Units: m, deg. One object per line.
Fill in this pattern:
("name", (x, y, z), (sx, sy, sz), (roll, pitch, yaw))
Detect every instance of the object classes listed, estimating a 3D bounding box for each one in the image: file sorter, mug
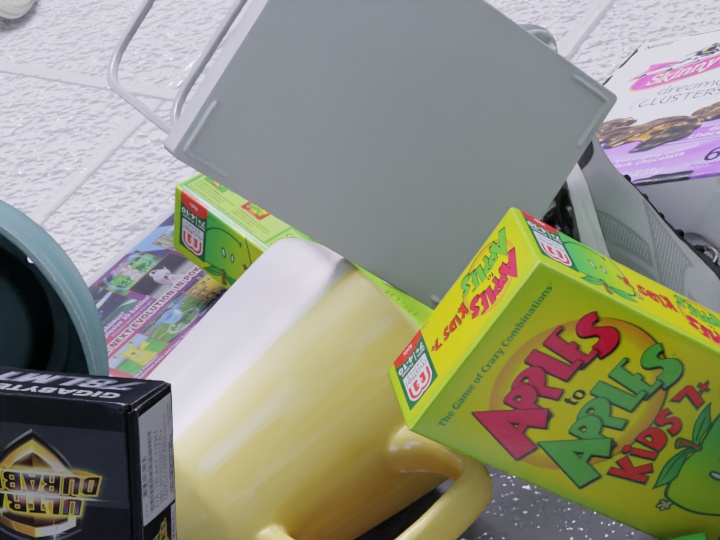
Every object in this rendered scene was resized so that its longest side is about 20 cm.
("file sorter", (-0.006, -0.090, 1.086), (0.139, 0.200, 0.124), (-57, 36, 3))
("mug", (-0.043, 0.085, 1.070), (0.153, 0.150, 0.186), (-38, 8, -23))

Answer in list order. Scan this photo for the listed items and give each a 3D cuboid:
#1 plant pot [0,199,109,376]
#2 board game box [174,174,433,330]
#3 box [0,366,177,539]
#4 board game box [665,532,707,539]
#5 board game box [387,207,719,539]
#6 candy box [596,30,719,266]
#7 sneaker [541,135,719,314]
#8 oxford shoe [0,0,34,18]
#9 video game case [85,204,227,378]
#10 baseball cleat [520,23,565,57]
("plant pot", (-0.211, 0.043, 1.073), (0.199, 0.201, 0.134), (-4, 14, 7))
("board game box", (0.000, 0.000, 1.214), (0.101, 0.048, 0.200), (-30, 53, -35))
("box", (-0.178, 0.142, 0.981), (0.199, 0.200, 0.050), (4, 12, 17))
("board game box", (0.079, 0.199, 0.978), (0.199, 0.040, 0.153), (-11, 35, -3))
("board game box", (0.123, 0.059, 1.019), (0.199, 0.102, 0.048), (25, 24, -28))
("candy box", (0.194, -0.067, 1.251), (0.167, 0.072, 0.200), (-7, 27, 42))
("sneaker", (0.146, -0.002, 1.144), (0.079, 0.201, 0.074), (-24, -7, -12))
("oxford shoe", (-0.297, -0.243, 1.673), (0.058, 0.075, 0.200), (-48, 43, 16))
("video game case", (-0.074, 0.020, 1.279), (0.182, 0.023, 0.200), (17, 44, 31))
("baseball cleat", (0.035, -0.110, 1.396), (0.106, 0.070, 0.200), (26, 47, 39))
